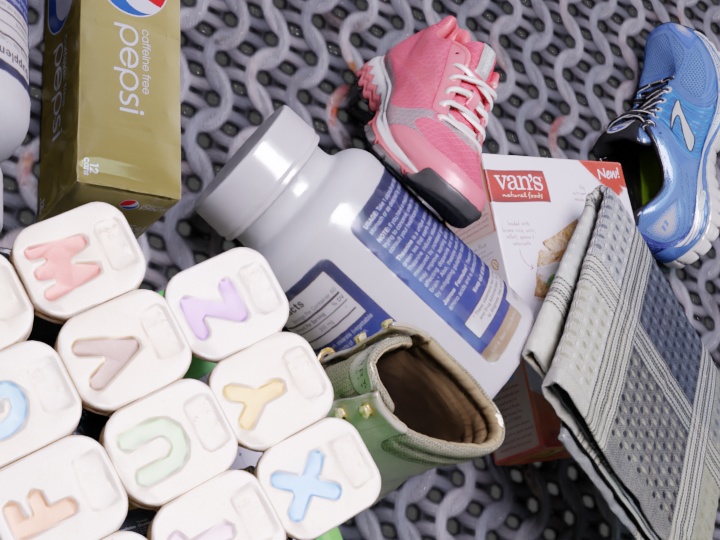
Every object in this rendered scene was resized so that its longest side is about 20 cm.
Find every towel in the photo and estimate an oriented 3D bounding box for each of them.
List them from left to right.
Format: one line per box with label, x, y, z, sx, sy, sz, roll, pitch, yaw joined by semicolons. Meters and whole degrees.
towel;0.174;0.075;0.829;0.193;0.034;0.201;55;36;-22

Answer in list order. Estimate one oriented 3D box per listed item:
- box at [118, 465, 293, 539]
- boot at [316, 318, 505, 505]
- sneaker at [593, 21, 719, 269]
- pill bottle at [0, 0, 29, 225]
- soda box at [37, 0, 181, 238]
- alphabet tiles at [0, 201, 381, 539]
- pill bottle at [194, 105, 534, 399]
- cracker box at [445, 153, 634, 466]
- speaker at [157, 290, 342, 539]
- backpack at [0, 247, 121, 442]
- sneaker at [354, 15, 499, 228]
box;-0.130;0.174;0.542;0.198;0.161;0.049;-14;43;-24
boot;-0.037;0.065;0.709;0.199;0.154;0.073;29;57;-21
sneaker;0.229;-0.107;1.002;0.088;0.078;0.203;22;61;-27
pill bottle;-0.227;-0.116;0.676;0.110;0.111;0.203;6;68;-31
soda box;-0.146;-0.126;0.769;0.063;0.068;0.203;8;67;-31
alphabet tiles;-0.093;0.076;0.496;0.194;0.015;0.202;-25;81;-26
pill bottle;0.000;0.000;0.788;0.200;0.111;0.111;43;54;-12
cracker box;0.137;0.024;0.901;0.133;0.058;0.203;0;71;-34
speaker;-0.060;0.110;0.645;0.088;0.088;0.202;-39;120;-37
backpack;-0.213;0.083;0.566;0.198;0.183;0.149;-6;110;-28
sneaker;0.051;-0.105;0.821;0.074;0.087;0.201;40;18;-29
